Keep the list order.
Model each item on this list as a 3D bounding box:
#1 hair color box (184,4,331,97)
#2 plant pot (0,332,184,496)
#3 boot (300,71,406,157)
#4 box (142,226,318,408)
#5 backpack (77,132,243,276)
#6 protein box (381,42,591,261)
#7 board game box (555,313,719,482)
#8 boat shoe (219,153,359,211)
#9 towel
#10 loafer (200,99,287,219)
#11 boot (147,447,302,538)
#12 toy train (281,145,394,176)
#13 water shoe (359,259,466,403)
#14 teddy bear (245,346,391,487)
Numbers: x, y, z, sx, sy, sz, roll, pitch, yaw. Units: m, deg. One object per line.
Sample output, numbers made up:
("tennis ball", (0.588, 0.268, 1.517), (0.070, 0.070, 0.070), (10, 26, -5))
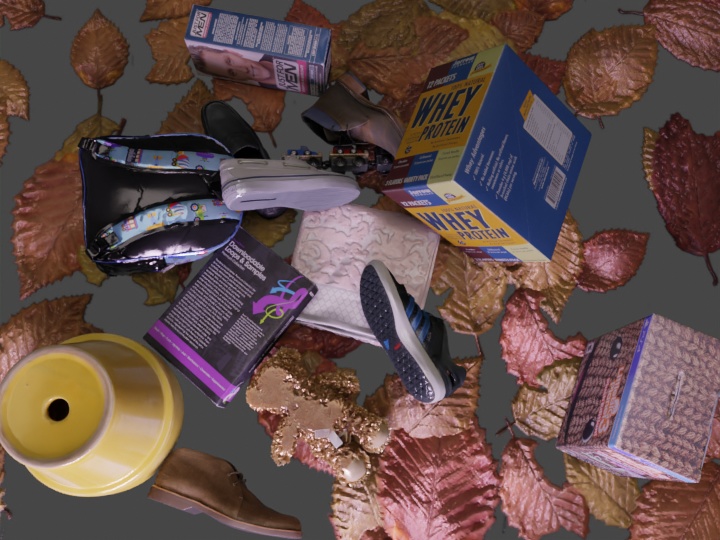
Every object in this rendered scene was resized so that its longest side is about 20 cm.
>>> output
("hair color box", (-0.144, -0.316, 0.979), (0.198, 0.100, 0.061), (11, 76, 0))
("plant pot", (-0.328, 0.167, 0.797), (0.199, 0.189, 0.203), (1, 76, -3))
("boot", (-0.001, -0.193, 0.959), (0.097, 0.075, 0.200), (-36, 58, -6))
("box", (-0.171, 0.058, 0.895), (0.143, 0.036, 0.200), (37, 82, 17))
("backpack", (-0.258, -0.088, 0.895), (0.198, 0.135, 0.184), (-7, 76, -13))
("protein box", (0.170, -0.143, 0.884), (0.199, 0.134, 0.200), (32, 72, -32))
("board game box", (0.337, 0.161, 0.825), (0.096, 0.200, 0.160), (22, 75, 3))
("boat shoe", (-0.089, -0.123, 0.885), (0.199, 0.073, 0.067), (-4, 70, -38))
("towel", (0.000, 0.000, 0.938), (0.198, 0.032, 0.192), (13, 75, 0))
("loafer", (-0.165, -0.165, 0.953), (0.068, 0.070, 0.201), (-31, 79, -11))
("boot", (-0.160, 0.280, 0.840), (0.199, 0.074, 0.076), (18, 65, 4))
("toy train", (-0.022, -0.162, 0.977), (0.198, 0.034, 0.046), (-3, 61, -6))
("water shoe", (0.066, 0.075, 0.885), (0.079, 0.071, 0.201), (-16, 75, -36))
("teddy bear", (-0.055, 0.190, 0.875), (0.199, 0.067, 0.146), (20, 84, -4))
